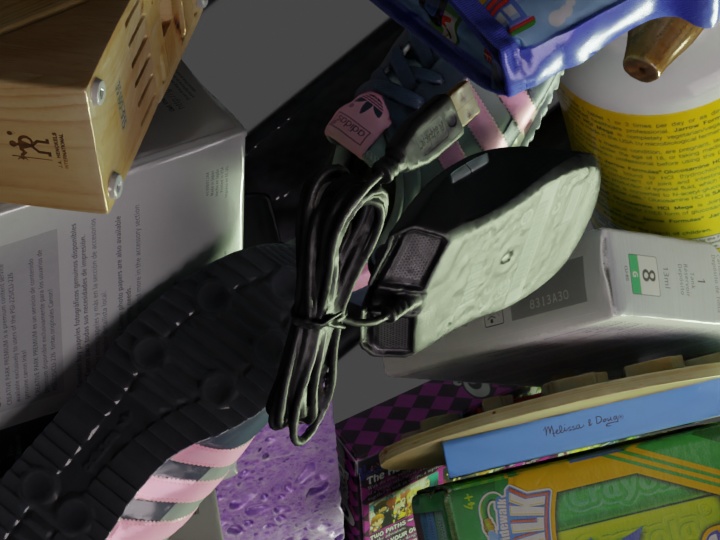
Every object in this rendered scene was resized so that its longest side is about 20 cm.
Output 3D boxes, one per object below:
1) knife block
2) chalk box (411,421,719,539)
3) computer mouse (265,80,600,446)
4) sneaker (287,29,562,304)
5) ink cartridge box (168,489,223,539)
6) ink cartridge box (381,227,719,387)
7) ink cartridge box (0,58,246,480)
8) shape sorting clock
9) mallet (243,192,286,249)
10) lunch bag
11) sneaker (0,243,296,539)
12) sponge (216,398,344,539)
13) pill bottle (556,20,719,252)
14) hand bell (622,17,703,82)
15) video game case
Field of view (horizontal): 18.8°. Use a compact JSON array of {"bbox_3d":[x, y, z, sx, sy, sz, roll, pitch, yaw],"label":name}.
[{"bbox_3d":[-0.166,-0.086,0.836,0.175,0.201,0.064,9,137,11],"label":"knife block"},{"bbox_3d":[0.097,0.159,1.105,0.199,0.125,0.124,-13,175,-8],"label":"chalk box"},{"bbox_3d":[0.030,-0.028,0.869,0.200,0.046,0.141,-31,146,-39],"label":"computer mouse"},{"bbox_3d":[0.031,-0.075,0.951,0.082,0.070,0.201,6,109,-43],"label":"sneaker"},{"bbox_3d":[-0.112,0.168,0.970,0.115,0.201,0.067,-7,134,-6],"label":"ink cartridge box"},{"bbox_3d":[0.133,0.024,1.089,0.199,0.050,0.161,4,165,-41],"label":"ink cartridge box"},{"bbox_3d":[-0.144,0.022,0.922,0.175,0.084,0.201,-19,136,-26],"label":"ink cartridge box"},{"bbox_3d":[0.106,0.070,1.085,0.199,0.039,0.200,-13,174,-1],"label":"shape sorting clock"},{"bbox_3d":[0.000,0.000,1.041,0.199,0.041,0.066,2,84,-45],"label":"mallet"},{"bbox_3d":[0.074,-0.149,0.852,0.150,0.200,0.094,-30,140,-14],"label":"lunch bag"},{"bbox_3d":[-0.085,0.070,0.911,0.200,0.070,0.082,-43,165,-3],"label":"sneaker"},{"bbox_3d":[-0.063,0.132,1.133,0.111,0.030,0.201,-25,138,-19],"label":"sponge"},{"bbox_3d":[0.150,-0.091,1.038,0.112,0.113,0.200,-34,141,-10],"label":"pill bottle"},{"bbox_3d":[0.157,-0.159,0.916,0.201,0.104,0.104,-63,148,-25],"label":"hand bell"},{"bbox_3d":[0.076,0.120,1.232,0.199,0.036,0.182,-24,138,-21],"label":"video game case"}]
